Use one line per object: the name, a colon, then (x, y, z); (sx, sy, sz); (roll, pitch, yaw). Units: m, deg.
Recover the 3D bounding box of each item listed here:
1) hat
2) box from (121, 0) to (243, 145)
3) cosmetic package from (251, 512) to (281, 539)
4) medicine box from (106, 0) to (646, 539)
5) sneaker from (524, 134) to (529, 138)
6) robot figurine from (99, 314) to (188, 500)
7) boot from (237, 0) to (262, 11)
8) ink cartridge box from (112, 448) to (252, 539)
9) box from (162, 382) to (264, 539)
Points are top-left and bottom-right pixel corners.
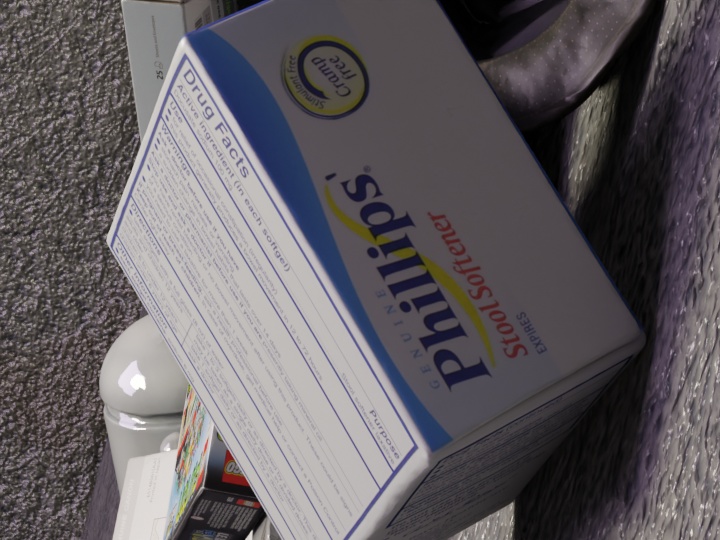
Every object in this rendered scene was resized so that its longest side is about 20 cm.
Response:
hat: (0.061, -0.126, 1.242); (0.081, 0.200, 0.202); (40, -126, -52)
box: (-0.065, -0.121, 1.630); (0.200, 0.041, 0.157); (-52, -37, -51)
cosmetic package: (-0.010, 0.100, 1.451); (0.200, 0.082, 0.051); (-89, 12, -59)
medicine box: (-0.001, 0.007, 1.136); (0.183, 0.103, 0.200); (59, 157, 13)
sneaker: (0.052, -0.129, 1.419); (0.091, 0.075, 0.201); (110, 171, -63)
robot figurine: (-0.103, 0.108, 1.857); (0.170, 0.112, 0.201); (-90, -9, -72)
boot: (-0.005, -0.147, 1.610); (0.131, 0.067, 0.201); (-44, -35, -43)
ink cartridge box: (-0.085, 0.195, 1.693); (0.176, 0.045, 0.201); (-16, 57, 48)
box: (-0.066, 0.080, 1.450); (0.200, 0.035, 0.111); (120, 159, -70)
